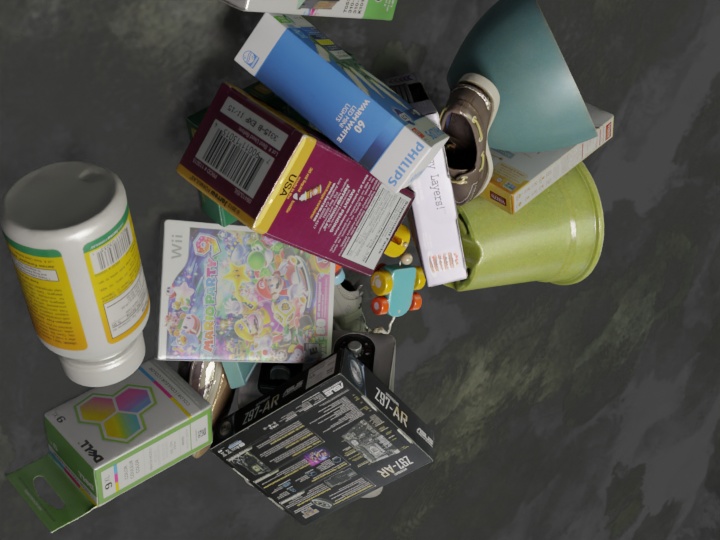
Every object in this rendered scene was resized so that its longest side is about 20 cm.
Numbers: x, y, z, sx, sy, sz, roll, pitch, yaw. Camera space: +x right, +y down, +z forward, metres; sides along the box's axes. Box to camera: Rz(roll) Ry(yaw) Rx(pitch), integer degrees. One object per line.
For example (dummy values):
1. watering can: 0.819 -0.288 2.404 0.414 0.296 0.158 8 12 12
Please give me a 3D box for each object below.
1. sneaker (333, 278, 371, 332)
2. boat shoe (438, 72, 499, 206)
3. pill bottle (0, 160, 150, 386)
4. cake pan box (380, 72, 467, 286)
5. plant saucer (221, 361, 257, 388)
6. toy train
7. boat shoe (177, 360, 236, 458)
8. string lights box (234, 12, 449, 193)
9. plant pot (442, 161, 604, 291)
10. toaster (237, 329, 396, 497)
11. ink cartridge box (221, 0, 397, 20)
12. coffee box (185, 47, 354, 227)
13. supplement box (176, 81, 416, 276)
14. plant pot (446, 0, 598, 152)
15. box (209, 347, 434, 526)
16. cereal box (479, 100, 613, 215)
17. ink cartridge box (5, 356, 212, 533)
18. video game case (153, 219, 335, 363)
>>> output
1. sneaker: -0.015 0.053 1.360 0.082 0.075 0.200 -49 144 -6
2. boat shoe: 0.118 -0.139 1.268 0.060 0.071 0.201 -53 162 -30
3. pill bottle: -0.257 0.009 1.008 0.112 0.112 0.201 -32 139 -29
4. cake pan box: 0.069 -0.109 1.205 0.052 0.185 0.202 -13 115 -1
5. plant saucer: -0.101 0.038 1.230 0.070 0.019 0.201 81 32 -53
6. toy train: 0.000 0.000 1.301 0.150 0.055 0.201 -44 133 -18
7. boat shoe: -0.175 0.114 1.232 0.072 0.064 0.202 -43 152 -68
8. string lights box: -0.015 -0.164 1.045 0.059 0.199 0.103 -52 177 18
9. plant pot: 0.186 -0.058 1.437 0.183 0.200 0.202 -15 130 -28
10. toaster: -0.053 0.172 1.295 0.119 0.179 0.201 -80 174 -50
11. ink cartridge box: -0.044 -0.320 1.018 0.199 0.084 0.146 -10 125 -45
12. coffee box: -0.087 -0.145 1.144 0.199 0.044 0.124 -34 139 -28
13. supplement box: -0.059 -0.086 1.072 0.199 0.131 0.104 22 101 -55
14. plant pot: 0.183 -0.223 1.304 0.134 0.202 0.200 -26 147 14
15. box: -0.042 0.190 1.204 0.199 0.044 0.160 -33 118 27
16. cereal box: 0.208 -0.165 1.393 0.199 0.143 0.040 -38 140 -25
17. ink cartridge box: -0.265 0.178 1.142 0.199 0.104 0.060 -27 136 -34
18. video game case: -0.119 0.025 1.155 0.198 0.018 0.145 4 88 -28
